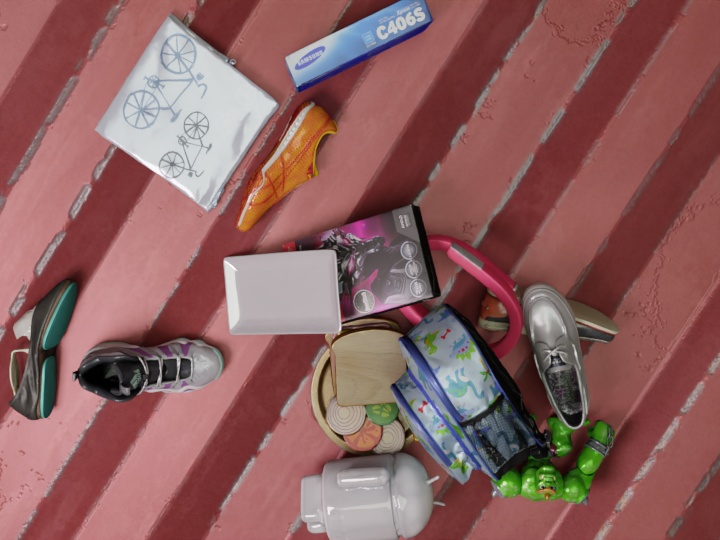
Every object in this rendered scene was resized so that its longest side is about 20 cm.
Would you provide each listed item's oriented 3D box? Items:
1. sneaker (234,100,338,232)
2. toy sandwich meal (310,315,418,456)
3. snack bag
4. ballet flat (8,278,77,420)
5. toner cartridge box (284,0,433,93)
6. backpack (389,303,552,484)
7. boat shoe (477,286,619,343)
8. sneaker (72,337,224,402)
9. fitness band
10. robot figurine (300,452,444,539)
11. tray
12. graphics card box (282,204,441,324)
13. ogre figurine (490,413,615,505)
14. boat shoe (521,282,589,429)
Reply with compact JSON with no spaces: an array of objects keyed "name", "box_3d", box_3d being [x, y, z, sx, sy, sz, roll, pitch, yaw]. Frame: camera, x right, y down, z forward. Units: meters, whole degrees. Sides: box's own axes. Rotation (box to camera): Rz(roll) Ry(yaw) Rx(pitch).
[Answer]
[{"name":"sneaker","box_3d":[-0.101,-0.130,1.220,0.077,0.073,0.201,35,96,-16]},{"name":"toy sandwich meal","box_3d":[0.021,0.167,1.257,0.200,0.070,0.211,0,96,-4]},{"name":"snack bag","box_3d":[-0.232,-0.213,1.226,0.198,0.021,0.190,35,94,-6]},{"name":"ballet flat","box_3d":[-0.442,0.104,1.226,0.067,0.068,0.205,14,95,4]},{"name":"toner cartridge box","box_3d":[-0.004,-0.301,1.194,0.197,0.095,0.044,-26,96,-1]},{"name":"backpack","box_3d":[0.122,0.160,1.158,0.145,0.183,0.202,-32,104,-3]},{"name":"boat shoe","box_3d":[0.263,0.072,1.263,0.195,0.071,0.064,15,107,-2]},{"name":"sneaker","box_3d":[-0.285,0.141,1.200,0.195,0.140,0.080,-4,96,-3]},{"name":"fitness band","box_3d":[0.133,0.039,1.233,0.199,0.037,0.144,39,126,3]},{"name":"robot figurine","box_3d":[0.017,0.315,1.243,0.195,0.171,0.115,-8,57,8]},{"name":"tray","box_3d":[-0.103,0.031,1.211,0.196,0.022,0.110,-3,91,35]},{"name":"graphics card box","box_3d":[0.000,0.000,1.208,0.196,0.051,0.129,-15,85,18]},{"name":"ogre figurine","box_3d":[0.260,0.266,1.276,0.195,0.098,0.123,9,78,-20]},{"name":"boat shoe","box_3d":[0.263,0.118,1.208,0.070,0.069,0.205,-10,107,12]}]
